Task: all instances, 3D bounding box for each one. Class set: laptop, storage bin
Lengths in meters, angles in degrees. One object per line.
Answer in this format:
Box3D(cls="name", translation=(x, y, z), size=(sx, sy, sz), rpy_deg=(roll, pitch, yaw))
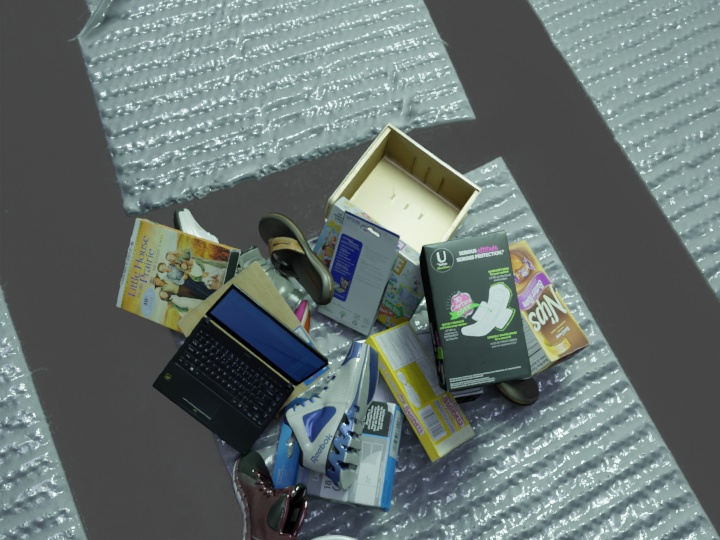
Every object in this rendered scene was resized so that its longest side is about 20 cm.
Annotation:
Box3D(cls="laptop", translation=(-0.172, 0.147, 1.100), size=(0.176, 0.103, 0.202), rpy_deg=(38, 89, -10))
Box3D(cls="storage bin", translation=(0.067, -0.104, 1.327), size=(0.198, 0.094, 0.200), rpy_deg=(36, 69, 7))

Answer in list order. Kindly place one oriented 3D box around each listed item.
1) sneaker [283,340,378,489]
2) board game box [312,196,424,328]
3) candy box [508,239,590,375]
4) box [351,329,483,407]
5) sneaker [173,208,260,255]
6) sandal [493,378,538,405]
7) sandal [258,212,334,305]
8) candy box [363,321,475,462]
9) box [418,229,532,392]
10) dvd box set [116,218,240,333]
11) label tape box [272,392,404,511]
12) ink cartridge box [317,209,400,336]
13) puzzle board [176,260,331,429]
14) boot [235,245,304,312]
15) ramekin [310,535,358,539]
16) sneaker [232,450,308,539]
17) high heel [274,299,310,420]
Box3D(cls="sneaker", translation=(-0.048, 0.193, 1.098), size=(0.112, 0.081, 0.205), rpy_deg=(9, 73, 18))
Box3D(cls="board game box", translation=(0.018, -0.006, 1.265), size=(0.198, 0.136, 0.034), rpy_deg=(36, 37, 9))
Box3D(cls="candy box", translation=(0.267, 0.056, 1.235), size=(0.115, 0.056, 0.203), rpy_deg=(-13, 68, -42))
Box3D(cls="box", translation=(0.087, 0.162, 1.246), size=(0.194, 0.060, 0.120), rpy_deg=(-9, 71, -10))
Box3D(cls="sneaker", translation=(-0.228, -0.022, 1.283), size=(0.113, 0.076, 0.204), rpy_deg=(-23, 82, -22))
Box3D(cls="sandal", translation=(0.227, 0.130, 1.231), size=(0.202, 0.054, 0.082), rpy_deg=(55, 38, -9))
Box3D(cls="sandal", translation=(-0.115, -0.018, 1.260), size=(0.054, 0.083, 0.201), rpy_deg=(-17, 57, -35))
Box3D(cls="candy box", translation=(0.089, 0.178, 1.168), size=(0.101, 0.026, 0.203), rpy_deg=(-12, 67, -52))
Box3D(cls="box", translation=(0.159, 0.061, 1.119), size=(0.121, 0.149, 0.206), rpy_deg=(-9, 84, 0))
Box3D(cls="dvd box set", translation=(-0.286, 0.014, 1.208), size=(0.196, 0.029, 0.150), rpy_deg=(18, 94, 26))
Box3D(cls="label tape box", translation=(-0.044, 0.263, 1.150), size=(0.194, 0.063, 0.148), rpy_deg=(4, 72, 19))
Box3D(cls="ink cartridge box", translation=(0.000, 0.000, 1.228), size=(0.098, 0.203, 0.039), rpy_deg=(25, 36, 10))
Box3D(cls="puzzle board", translation=(-0.157, 0.112, 1.160), size=(0.149, 0.017, 0.202), rpy_deg=(-36, 100, -5))
Box3D(cls="boot", translation=(-0.191, 0.071, 1.218), size=(0.130, 0.068, 0.202), rpy_deg=(40, 75, -7))
Box3D(cls="ramekin", translation=(-0.039, 0.483, 1.093), size=(0.196, 0.095, 0.208), rpy_deg=(2, 70, -5))
Box3D(cls="sneaker", translation=(-0.119, 0.318, 1.104), size=(0.075, 0.116, 0.202), rpy_deg=(29, 26, -35))
Box3D(cls="high heel", translation=(-0.143, 0.132, 1.233), size=(0.094, 0.068, 0.204), rpy_deg=(11, 62, 13))
